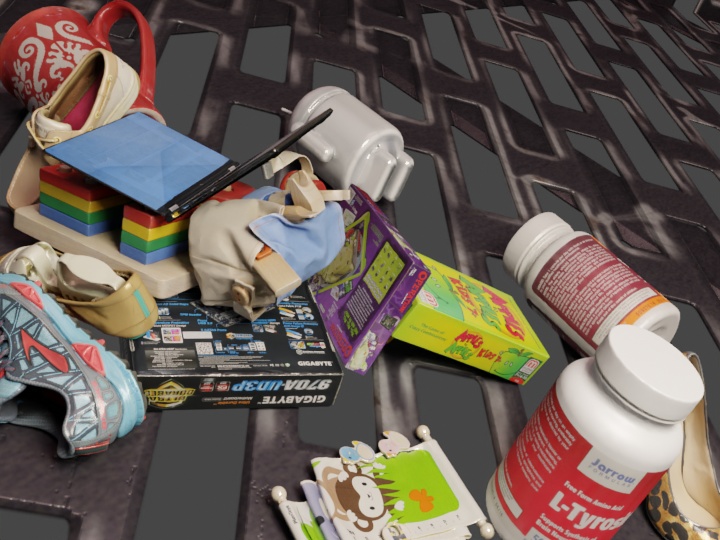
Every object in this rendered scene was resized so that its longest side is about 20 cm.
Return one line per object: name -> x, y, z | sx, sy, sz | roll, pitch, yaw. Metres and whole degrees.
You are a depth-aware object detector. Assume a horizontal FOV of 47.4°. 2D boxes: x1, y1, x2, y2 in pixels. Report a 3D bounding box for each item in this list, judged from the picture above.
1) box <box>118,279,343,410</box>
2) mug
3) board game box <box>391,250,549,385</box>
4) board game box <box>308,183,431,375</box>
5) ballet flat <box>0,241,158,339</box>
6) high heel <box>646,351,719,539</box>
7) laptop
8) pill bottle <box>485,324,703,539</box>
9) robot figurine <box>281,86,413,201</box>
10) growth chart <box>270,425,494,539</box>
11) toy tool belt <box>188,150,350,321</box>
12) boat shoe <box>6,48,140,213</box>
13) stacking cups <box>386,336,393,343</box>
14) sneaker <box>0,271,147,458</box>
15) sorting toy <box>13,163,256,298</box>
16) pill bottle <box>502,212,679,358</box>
box -> -0.130, 0.060, 0.788 | 0.196, 0.047, 0.160 | 2, 38, -25
mug -> -0.319, -0.220, 0.972 | 0.200, 0.179, 0.132 | 46, 29, 26
board game box -> 0.103, 0.046, 0.869 | 0.198, 0.048, 0.102 | 23, 28, -35
board game box -> -0.003, 0.002, 0.834 | 0.032, 0.121, 0.201 | 30, 14, -29
ballet flat -> -0.266, 0.004, 0.733 | 0.196, 0.064, 0.069 | 13, 46, 20
high heel -> 0.322, 0.182, 0.767 | 0.070, 0.144, 0.201 | -3, 40, -30
laptop -> -0.155, -0.134, 0.788 | 0.117, 0.198, 0.188 | 58, 22, -12
pill bottle -> 0.194, 0.149, 0.687 | 0.110, 0.202, 0.113 | 18, 31, -11
robot figurine -> -0.021, -0.171, 1.103 | 0.200, 0.114, 0.168 | 41, 24, 28
growth chart -> 0.020, 0.202, 0.697 | 0.197, 0.018, 0.145 | -10, 45, -40
toy tool belt -> -0.063, -0.035, 0.788 | 0.121, 0.127, 0.200 | 8, 34, 31
boat shoe -> -0.313, -0.146, 0.857 | 0.073, 0.202, 0.069 | 29, -7, 19
stacking cups -> 0.000, 0.000, 0.929 | 0.059, 0.061, 0.202 | 9, 34, -16
sneaker -> -0.272, 0.075, 0.666 | 0.198, 0.080, 0.095 | 32, 38, 16
sorting toy -> -0.209, -0.064, 0.842 | 0.197, 0.071, 0.198 | 22, 24, 23
pill bottle -> 0.268, 0.028, 0.978 | 0.113, 0.116, 0.200 | -11, 45, -37
